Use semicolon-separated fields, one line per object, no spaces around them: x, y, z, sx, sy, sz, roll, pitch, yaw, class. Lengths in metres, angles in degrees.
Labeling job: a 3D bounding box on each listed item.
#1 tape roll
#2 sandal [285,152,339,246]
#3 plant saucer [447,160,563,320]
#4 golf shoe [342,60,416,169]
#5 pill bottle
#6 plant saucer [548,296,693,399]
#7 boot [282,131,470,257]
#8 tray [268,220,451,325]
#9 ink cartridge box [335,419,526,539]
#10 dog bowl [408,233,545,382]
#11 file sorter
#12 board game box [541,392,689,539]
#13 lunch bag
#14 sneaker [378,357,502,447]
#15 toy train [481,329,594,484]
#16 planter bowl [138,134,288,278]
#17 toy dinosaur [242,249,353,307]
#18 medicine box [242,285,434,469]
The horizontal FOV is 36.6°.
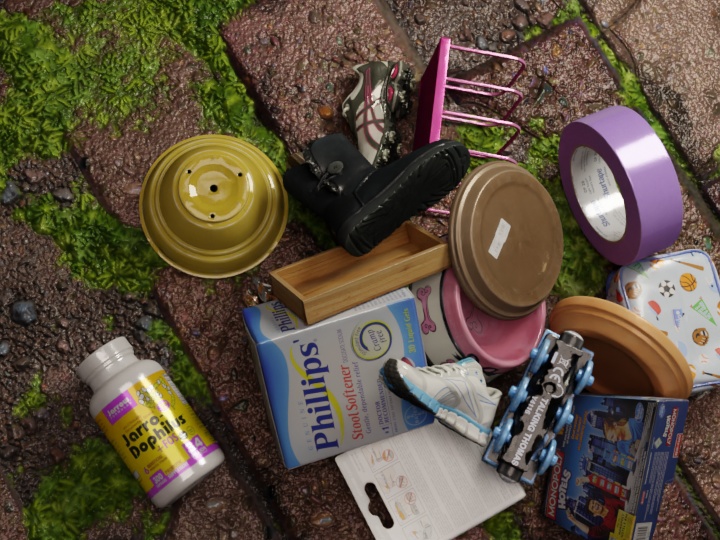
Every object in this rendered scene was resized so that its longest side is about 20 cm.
0.339;-0.111;1.432;0.065;0.200;0.201;-22;80;-11;tape roll
-0.022;-0.084;1.454;0.054;0.082;0.200;-34;75;-32;sandal
0.189;-0.038;1.358;0.199;0.029;0.202;4;84;-39;plant saucer
0.015;-0.192;1.487;0.087;0.077;0.201;9;73;16;golf shoe
-0.262;0.183;1.336;0.104;0.104;0.200;-36;83;-14;pill bottle
0.321;0.114;1.375;0.200;0.200;0.038;39;65;3;plant saucer
0.014;-0.128;1.351;0.200;0.077;0.168;-39;51;-4;boot
0.000;0.000;1.318;0.199;0.099;0.037;-22;119;-21;tray
0.088;0.263;1.392;0.199;0.057;0.163;-27;82;-9;ink cartridge box
0.157;0.045;1.391;0.199;0.074;0.202;10;74;-37;dog bowl
0.142;-0.181;1.456;0.125;0.139;0.201;9;76;-6;file sorter
0.299;0.231;1.373;0.061;0.199;0.201;5;99;-34;board game box
0.425;0.077;1.466;0.159;0.076;0.201;-9;77;-12;lunch bag
0.100;0.135;1.300;0.200;0.075;0.087;35;82;-42;sneaker
0.218;0.169;1.342;0.086;0.114;0.201;26;81;5;toy train
-0.192;-0.097;1.422;0.199;0.083;0.202;2;76;-7;planter bowl
-0.048;0.049;1.417;0.199;0.102;0.136;24;89;-23;toy dinosaur
-0.026;0.119;1.339;0.199;0.103;0.183;-17;115;-11;medicine box
